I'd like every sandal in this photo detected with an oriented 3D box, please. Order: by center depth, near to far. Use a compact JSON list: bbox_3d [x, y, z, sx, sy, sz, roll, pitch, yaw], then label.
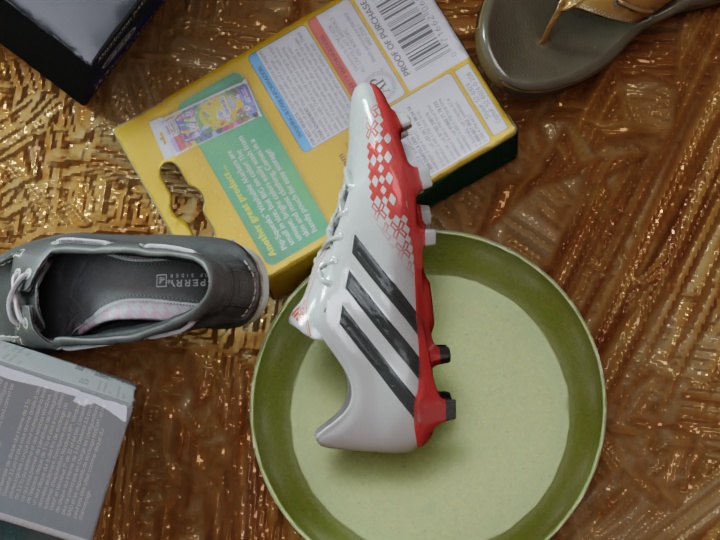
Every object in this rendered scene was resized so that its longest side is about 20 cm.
[{"bbox_3d":[0.153,-0.168,1.191,0.199,0.054,0.081,-25,76,-13],"label":"sandal"}]

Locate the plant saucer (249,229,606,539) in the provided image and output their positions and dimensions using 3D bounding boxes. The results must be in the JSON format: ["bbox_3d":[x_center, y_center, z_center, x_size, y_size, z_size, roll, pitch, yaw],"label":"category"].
[{"bbox_3d":[0.038,0.078,1.161,0.198,0.031,0.202,-1,74,4],"label":"plant saucer"}]

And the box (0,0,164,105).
[{"bbox_3d":[-0.125,-0.204,1.187,0.079,0.141,0.201,36,81,-2],"label":"box"}]

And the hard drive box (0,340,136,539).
[{"bbox_3d":[-0.222,0.070,1.088,0.198,0.156,0.077,19,88,-5],"label":"hard drive box"}]

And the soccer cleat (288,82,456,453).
[{"bbox_3d":[0.000,0.000,1.122,0.084,0.069,0.202,-7,90,-3],"label":"soccer cleat"}]

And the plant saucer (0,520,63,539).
[{"bbox_3d":[-0.249,0.186,1.153,0.199,0.039,0.203,-1,74,5],"label":"plant saucer"}]

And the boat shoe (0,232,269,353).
[{"bbox_3d":[-0.148,0.010,1.150,0.198,0.057,0.068,-5,86,25],"label":"boat shoe"}]

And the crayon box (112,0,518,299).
[{"bbox_3d":[-0.025,-0.074,1.196,0.199,0.052,0.126,-30,75,-4],"label":"crayon box"}]
